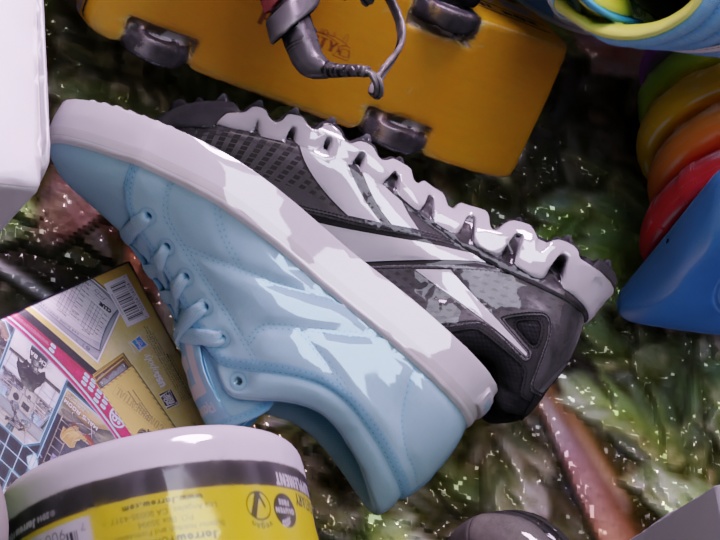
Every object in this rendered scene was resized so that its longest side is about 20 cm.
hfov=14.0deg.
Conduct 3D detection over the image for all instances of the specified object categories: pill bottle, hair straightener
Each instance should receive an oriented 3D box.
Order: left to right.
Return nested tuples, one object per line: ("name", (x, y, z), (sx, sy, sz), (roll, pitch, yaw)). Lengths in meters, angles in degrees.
("pill bottle", (-0.056, 0.163, 1.005), (0.111, 0.111, 0.201), (-1, 69, -29))
("hair straightener", (-0.019, -0.154, 1.129), (0.077, 0.041, 0.201), (-8, 66, -34))

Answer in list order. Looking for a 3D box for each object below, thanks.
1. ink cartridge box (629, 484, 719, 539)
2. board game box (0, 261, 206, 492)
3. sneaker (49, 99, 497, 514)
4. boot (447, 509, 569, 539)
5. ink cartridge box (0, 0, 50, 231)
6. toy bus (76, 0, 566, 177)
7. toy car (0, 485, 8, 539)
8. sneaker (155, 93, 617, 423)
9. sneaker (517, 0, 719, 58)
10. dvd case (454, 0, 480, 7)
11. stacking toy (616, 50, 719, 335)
("ink cartridge box", (0.176, 0.197, 1.136), (0.145, 0.145, 0.201), (4, 66, -27))
("board game box", (-0.097, 0.111, 1.095), (0.135, 0.035, 0.201), (-24, 81, -34))
("sneaker", (-0.047, 0.016, 1.107), (0.200, 0.074, 0.082), (36, 74, 2))
("boot", (0.038, 0.181, 1.094), (0.130, 0.068, 0.201), (12, 63, -46))
("ink cartridge box", (-0.224, -0.090, 1.089), (0.199, 0.084, 0.147), (8, 64, -26))
("toy bus", (-0.017, -0.103, 1.204), (0.199, 0.065, 0.078), (19, 17, -20))
("toy car", (-0.214, 0.117, 0.972), (0.199, 0.175, 0.151), (-19, 112, -34))
("sneaker", (0.000, 0.000, 1.179), (0.199, 0.066, 0.091), (25, 74, -7))
("sneaker", (0.098, -0.134, 1.213), (0.130, 0.199, 0.080), (5, 97, -44))
("dvd case", (-0.050, -0.172, 1.209), (0.199, 0.018, 0.143), (20, 20, -20))
("stacking toy", (0.159, -0.076, 1.294), (0.109, 0.116, 0.201), (5, 52, -26))
